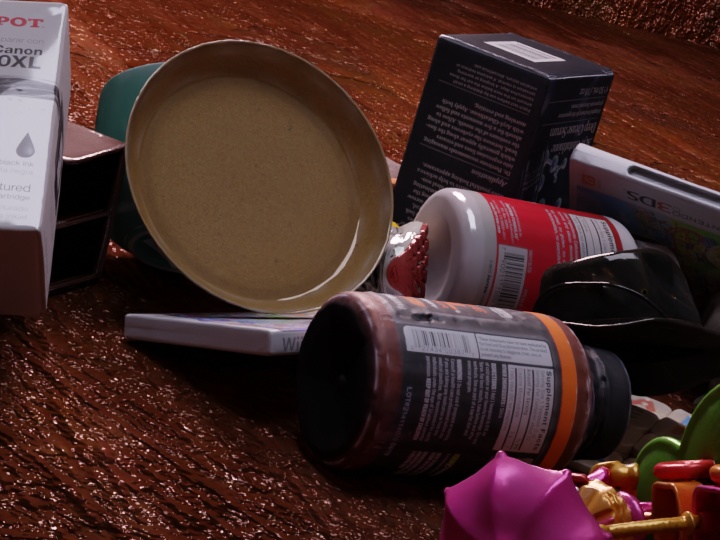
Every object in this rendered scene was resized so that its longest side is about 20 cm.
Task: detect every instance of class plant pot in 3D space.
[{"bbox_3d":[-0.071,-0.061,1.323,0.198,0.202,0.027,9,-25,-25],"label":"plant pot"}]

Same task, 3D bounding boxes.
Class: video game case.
[{"bbox_3d":[-0.035,0.040,1.285,0.142,0.018,0.199,5,4,44],"label":"video game case"},{"bbox_3d":[0.251,-0.005,1.556,0.181,0.201,0.022,22,60,19],"label":"video game case"}]

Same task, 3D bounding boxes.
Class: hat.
[{"bbox_3d":[0.177,0.027,1.320,0.198,0.082,0.201,1,-16,0],"label":"hat"}]

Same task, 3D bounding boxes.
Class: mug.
[{"bbox_3d":[-0.106,-0.062,1.415,0.183,0.116,0.152,12,-23,-18],"label":"mug"}]

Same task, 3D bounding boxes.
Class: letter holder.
[{"bbox_3d":[-0.283,-0.062,1.321,0.199,0.101,0.142,21,18,19],"label":"letter holder"}]

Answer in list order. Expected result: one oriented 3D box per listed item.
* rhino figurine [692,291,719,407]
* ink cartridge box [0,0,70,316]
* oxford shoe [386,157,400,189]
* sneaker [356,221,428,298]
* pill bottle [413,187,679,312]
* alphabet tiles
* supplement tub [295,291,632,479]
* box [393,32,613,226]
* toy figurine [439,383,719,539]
[{"bbox_3d":[0.286,0.070,1.450,0.059,0.088,0.200,16,14,-5],"label":"rhino figurine"},{"bbox_3d":[-0.259,-0.077,1.211,0.144,0.084,0.201,2,50,-5],"label":"ink cartridge box"},{"bbox_3d":[0.008,-0.061,1.646,0.073,0.072,0.200,40,13,19],"label":"oxford shoe"},{"bbox_3d":[0.000,0.000,1.435,0.081,0.079,0.200,4,1,-14],"label":"sneaker"},{"bbox_3d":[0.140,0.007,1.482,0.198,0.113,0.112,10,16,-24],"label":"pill bottle"},{"bbox_3d":[0.214,0.123,1.337,0.198,0.015,0.195,21,16,19],"label":"alphabet tiles"},{"bbox_3d":[0.067,0.074,1.186,0.198,0.108,0.107,8,17,-30],"label":"supplement tub"},{"bbox_3d":[0.110,-0.085,1.604,0.106,0.202,0.148,24,17,23],"label":"box"},{"bbox_3d":[0.120,0.135,1.028,0.182,0.152,0.200,-1,-1,-23],"label":"toy figurine"}]
